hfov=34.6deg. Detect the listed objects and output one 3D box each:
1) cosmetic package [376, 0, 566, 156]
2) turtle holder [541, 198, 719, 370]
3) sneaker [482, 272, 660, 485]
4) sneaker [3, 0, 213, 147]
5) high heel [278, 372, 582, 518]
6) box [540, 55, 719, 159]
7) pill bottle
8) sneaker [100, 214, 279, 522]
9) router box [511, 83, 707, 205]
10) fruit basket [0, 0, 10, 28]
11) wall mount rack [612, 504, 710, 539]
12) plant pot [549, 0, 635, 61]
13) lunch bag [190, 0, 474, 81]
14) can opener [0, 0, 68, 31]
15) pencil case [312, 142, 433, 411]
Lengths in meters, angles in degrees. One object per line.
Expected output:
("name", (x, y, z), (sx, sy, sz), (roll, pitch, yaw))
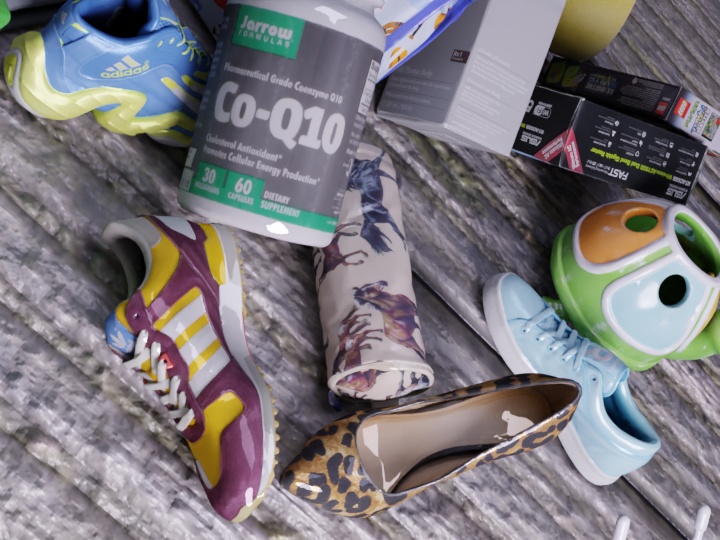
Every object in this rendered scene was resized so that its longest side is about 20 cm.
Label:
("cosmetic package", (0.103, -0.209, 0.987), (0.089, 0.106, 0.202), (16, 92, -36))
("turtle holder", (0.261, 0.022, 1.032), (0.186, 0.131, 0.141), (55, 40, 1))
("sneaker", (0.183, 0.078, 0.968), (0.201, 0.082, 0.074), (55, 39, 0))
("sneaker", (-0.133, -0.140, 0.782), (0.199, 0.105, 0.076), (-6, 69, -46))
("high heel", (0.051, 0.107, 0.770), (0.199, 0.142, 0.072), (-2, 65, -45))
("box", (0.282, -0.164, 1.166), (0.109, 0.035, 0.200), (23, 6, -33))
("pill bottle", (-0.047, -0.126, 0.780), (0.112, 0.113, 0.202), (12, 95, -39))
("sneaker", (-0.112, 0.058, 0.706), (0.089, 0.075, 0.202), (5, 54, -33))
("router box", (0.201, -0.125, 1.072), (0.198, 0.063, 0.149), (11, 12, -40))
("fruit basket", (-0.317, -0.195, 0.620), (0.216, 0.155, 0.217), (46, 27, -32))
("wall mount rack", (0.239, 0.280, 0.893), (0.199, 0.074, 0.176), (6, 60, -43))
("plant pot", (0.181, -0.327, 1.174), (0.140, 0.200, 0.202), (8, 57, -19))
("lunch bag", (-0.018, -0.228, 0.882), (0.171, 0.199, 0.124), (55, 40, 1))
("can opener", (-0.201, -0.182, 0.783), (0.199, 0.052, 0.067), (-20, 80, -49))
("pencil case", (0.000, 0.000, 0.843), (0.077, 0.090, 0.202), (-2, 62, -16))
